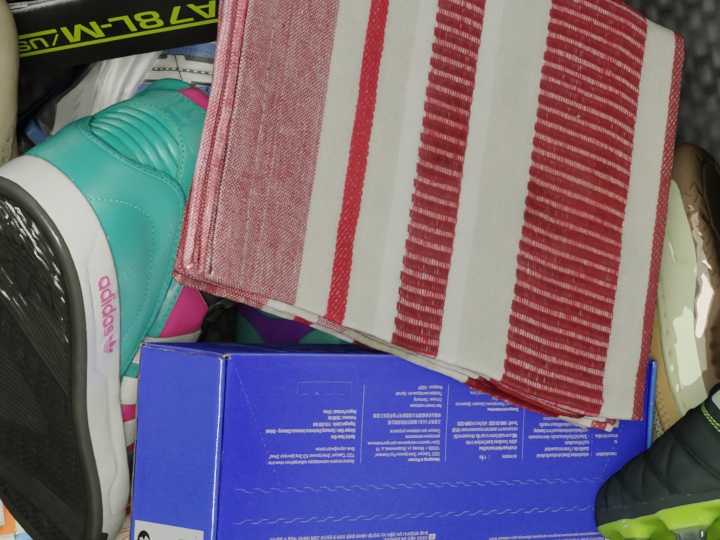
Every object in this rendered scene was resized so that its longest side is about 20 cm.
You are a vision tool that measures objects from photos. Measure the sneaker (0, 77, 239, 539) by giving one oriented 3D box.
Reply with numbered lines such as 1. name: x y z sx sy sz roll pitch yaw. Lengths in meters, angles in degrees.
1. sneaker: -0.068 0.009 0.984 0.121 0.200 0.084 -35 65 -28

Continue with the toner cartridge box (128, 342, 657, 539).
1. toner cartridge box: 0.014 0.072 0.968 0.043 0.199 0.096 7 93 46

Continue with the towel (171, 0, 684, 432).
1. towel: 0.027 -0.040 0.939 0.023 0.199 0.145 -5 71 45

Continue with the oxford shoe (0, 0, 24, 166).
1. oxford shoe: -0.126 -0.020 1.016 0.073 0.201 0.071 -8 47 -20

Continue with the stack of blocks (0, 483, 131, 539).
1. stack of blocks: -0.155 0.130 1.077 0.199 0.059 0.116 -9 82 6

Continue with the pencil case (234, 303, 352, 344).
1. pencil case: 0.000 0.000 1.042 0.092 0.085 0.201 3 99 36

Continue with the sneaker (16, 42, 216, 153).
1. sneaker: -0.066 -0.064 1.094 0.077 0.076 0.200 41 90 -11

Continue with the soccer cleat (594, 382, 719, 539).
1. soccer cleat: 0.149 0.039 0.944 0.200 0.067 0.082 -29 57 46

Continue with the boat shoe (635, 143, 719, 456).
1. boat shoe: 0.109 0.060 1.057 0.076 0.072 0.201 -15 75 21

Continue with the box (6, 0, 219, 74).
1. box: -0.068 -0.170 1.031 0.192 0.048 0.201 -8 61 13
